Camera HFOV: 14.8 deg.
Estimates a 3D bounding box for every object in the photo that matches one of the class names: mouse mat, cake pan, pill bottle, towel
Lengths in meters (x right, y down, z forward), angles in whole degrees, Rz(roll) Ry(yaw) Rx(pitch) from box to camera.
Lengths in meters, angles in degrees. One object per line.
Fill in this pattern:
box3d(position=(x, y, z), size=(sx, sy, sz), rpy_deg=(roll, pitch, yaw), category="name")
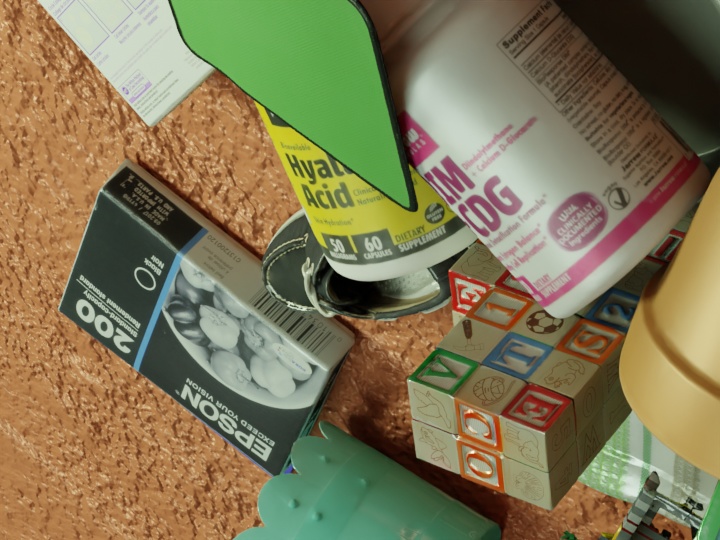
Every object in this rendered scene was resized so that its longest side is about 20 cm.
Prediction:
box3d(position=(-0.047, -0.125, 1.448), size=(0.200, 0.008, 0.161), rpy_deg=(38, 158, 34), category="mouse mat")
box3d(position=(0.131, -0.124, 1.475), size=(0.200, 0.037, 0.201), rpy_deg=(25, 139, 24), category="cake pan")
box3d(position=(0.076, -0.083, 1.440), size=(0.200, 0.113, 0.113), rpy_deg=(47, 144, -2), category="pill bottle")
box3d(position=(-0.004, -0.104, 1.563), size=(0.111, 0.111, 0.200), rpy_deg=(1, 125, 43), category="pill bottle")
box3d(position=(0.166, 0.089, 1.652), size=(0.200, 0.031, 0.149), rpy_deg=(22, 138, 28), category="towel")

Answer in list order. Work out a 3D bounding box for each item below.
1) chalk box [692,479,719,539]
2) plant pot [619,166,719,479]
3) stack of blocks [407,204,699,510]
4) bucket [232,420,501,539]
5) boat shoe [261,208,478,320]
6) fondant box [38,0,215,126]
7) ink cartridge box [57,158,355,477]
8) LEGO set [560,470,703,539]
box3d(position=(0.245, 0.145, 1.453), size=(0.124, 0.124, 0.200), rpy_deg=(22, -179, 15), category="chalk box")
box3d(position=(0.240, 0.010, 1.387), size=(0.200, 0.200, 0.140), rpy_deg=(25, 124, 25), category="plant pot")
box3d(position=(0.105, 0.030, 1.511), size=(0.115, 0.200, 0.059), rpy_deg=(19, 137, 29), category="stack of blocks")
box3d(position=(-0.007, 0.216, 1.803), size=(0.135, 0.207, 0.207), rpy_deg=(26, 140, 14), category="bucket")
box3d(position=(0.000, 0.000, 1.700), size=(0.200, 0.060, 0.074), rpy_deg=(-5, 122, 46), category="boat shoe")
box3d(position=(-0.145, -0.200, 1.651), size=(0.200, 0.058, 0.144), rpy_deg=(48, 144, -5), category="fondant box")
box3d(position=(-0.111, 0.049, 1.870), size=(0.198, 0.043, 0.200), rpy_deg=(37, 144, 10), category="ink cartridge box")
box3d(position=(0.210, 0.193, 1.639), size=(0.200, 0.116, 0.154), rpy_deg=(31, -175, 12), category="LEGO set")
